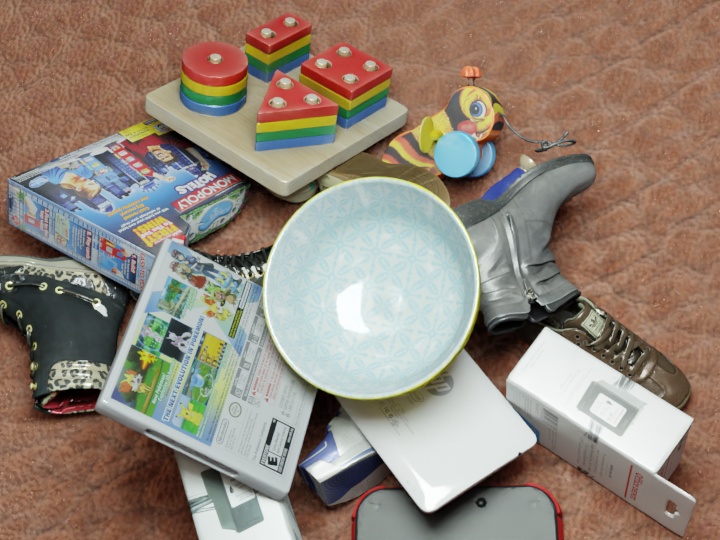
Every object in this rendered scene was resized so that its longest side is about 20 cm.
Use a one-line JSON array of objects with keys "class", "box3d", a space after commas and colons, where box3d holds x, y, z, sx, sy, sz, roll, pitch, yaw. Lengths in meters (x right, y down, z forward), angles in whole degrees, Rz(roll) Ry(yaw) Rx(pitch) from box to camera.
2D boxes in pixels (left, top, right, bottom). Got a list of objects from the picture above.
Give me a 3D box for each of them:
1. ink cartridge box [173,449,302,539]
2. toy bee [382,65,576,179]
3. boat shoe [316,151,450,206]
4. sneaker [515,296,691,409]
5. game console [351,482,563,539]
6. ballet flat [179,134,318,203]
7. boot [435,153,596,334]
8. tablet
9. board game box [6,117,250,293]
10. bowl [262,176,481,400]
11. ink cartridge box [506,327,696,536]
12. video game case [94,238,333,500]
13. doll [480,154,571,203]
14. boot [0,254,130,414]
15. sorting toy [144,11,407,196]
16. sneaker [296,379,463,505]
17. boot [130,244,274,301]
[{"class": "ink cartridge box", "box3d": [-0.100, 0.238, 1.353, 0.083, 0.147, 0.200, -18, 62, -3]}, {"class": "toy bee", "box3d": [0.107, -0.148, 1.523, 0.199, 0.131, 0.109, -16, 86, 3]}, {"class": "boat shoe", "box3d": [0.026, -0.068, 1.486, 0.071, 0.065, 0.200, -22, 27, -24]}, {"class": "sneaker", "box3d": [0.225, 0.072, 1.432, 0.200, 0.076, 0.071, 29, 71, 19]}, {"class": "game console", "box3d": [0.089, 0.284, 1.377, 0.199, 0.031, 0.177, -2, 69, 6]}, {"class": "ballet flat", "box3d": [-0.126, -0.143, 1.582, 0.200, 0.070, 0.070, 29, 71, 19]}, {"class": "boot", "box3d": [0.171, -0.021, 1.420, 0.200, 0.070, 0.132, -29, 70, -20]}, {"class": "tablet", "box3d": [0.056, 0.118, 1.387, 0.130, 0.014, 0.200, -30, 63, -17]}, {"class": "board game box", "box3d": [-0.221, -0.056, 1.524, 0.200, 0.062, 0.200, 38, 47, 27]}, {"class": "bowl", "box3d": [0.020, 0.024, 1.363, 0.200, 0.108, 0.201, -3, 78, 13]}, {"class": "ink cartridge box", "box3d": [0.234, 0.149, 1.373, 0.200, 0.116, 0.067, 33, 71, 19]}, {"class": "video game case", "box3d": [-0.124, 0.085, 1.327, 0.182, 0.022, 0.200, 28, 46, -14]}, {"class": "doll", "box3d": [0.122, -0.027, 1.503, 0.200, 0.049, 0.136, -43, 48, -11]}, {"class": "boot", "box3d": [-0.333, 0.065, 1.497, 0.203, 0.074, 0.154, -3, 59, 1]}, {"class": "sorting toy", "box3d": [-0.084, -0.187, 1.540, 0.200, 0.070, 0.199, 32, 45, 26]}, {"class": "sneaker", "box3d": [0.008, 0.128, 1.437, 0.199, 0.081, 0.115, -36, 62, -18]}, {"class": "boot", "box3d": [-0.107, -0.005, 1.422, 0.200, 0.138, 0.077, -49, 35, 10]}]
